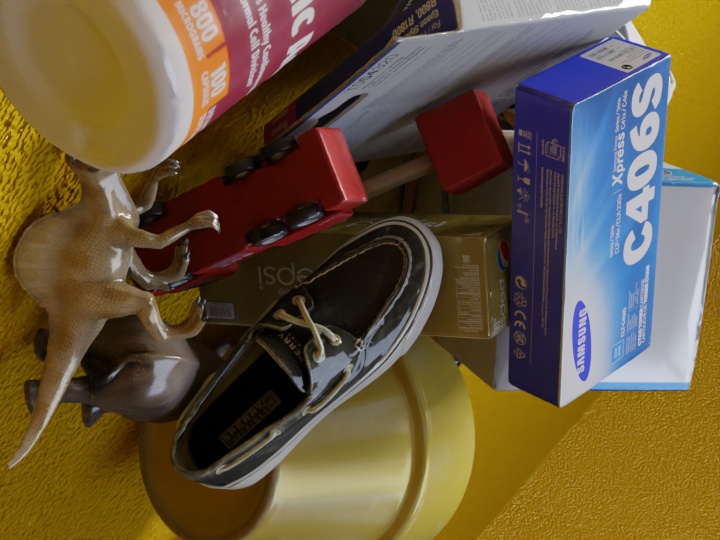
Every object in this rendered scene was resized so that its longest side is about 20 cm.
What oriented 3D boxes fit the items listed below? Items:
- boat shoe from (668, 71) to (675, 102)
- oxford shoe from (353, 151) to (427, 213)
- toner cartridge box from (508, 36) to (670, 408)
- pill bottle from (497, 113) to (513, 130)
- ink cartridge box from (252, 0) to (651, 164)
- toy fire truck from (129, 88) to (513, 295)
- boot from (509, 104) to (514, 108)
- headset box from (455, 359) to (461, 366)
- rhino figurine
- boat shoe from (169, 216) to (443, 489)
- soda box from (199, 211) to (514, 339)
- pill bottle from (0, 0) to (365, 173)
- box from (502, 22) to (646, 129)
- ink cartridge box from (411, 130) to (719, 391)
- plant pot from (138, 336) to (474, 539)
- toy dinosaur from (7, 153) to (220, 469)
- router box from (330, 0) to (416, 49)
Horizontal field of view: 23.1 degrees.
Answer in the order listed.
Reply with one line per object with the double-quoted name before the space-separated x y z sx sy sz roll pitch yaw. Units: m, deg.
"boat shoe" 0.168 -0.115 1.156 0.070 0.071 0.200 -47 169 20
"oxford shoe" -0.001 -0.071 1.240 0.075 0.070 0.200 -13 148 -26
"toner cartridge box" 0.134 -0.027 1.040 0.095 0.043 0.200 -28 130 -37
"pill bottle" 0.086 -0.057 1.401 0.200 0.116 0.116 -43 162 -40
"ink cartridge box" 0.034 -0.115 1.017 0.200 0.043 0.196 -12 166 -39
"toy fire truck" -0.026 -0.043 1.016 0.200 0.049 0.141 -25 172 25
"boot" 0.119 -0.173 1.132 0.162 0.073 0.198 -54 167 32
"headset box" -0.014 0.126 1.550 0.200 0.093 0.174 -55 165 6
"rhino figurine" -0.124 0.062 1.046 0.200 0.087 0.060 31 51 -77
"boat shoe" -0.030 0.048 1.011 0.200 0.071 0.064 -49 163 2
"soda box" 0.000 0.000 1.094 0.068 0.200 0.064 -27 117 -61
"pill bottle" -0.060 -0.138 0.758 0.200 0.114 0.114 -43 162 -36
"box" 0.155 -0.156 1.339 0.119 0.041 0.200 -51 131 -13
"ink cartridge box" 0.128 -0.013 1.219 0.200 0.147 0.145 -141 -126 -68
"plant pot" -0.050 0.124 1.274 0.189 0.201 0.201 -2 128 -52
"toy dinosaur" -0.135 0.006 0.928 0.101 0.058 0.200 4 116 -25
"router box" 0.061 -0.221 1.075 0.200 0.052 0.157 -58 165 13
